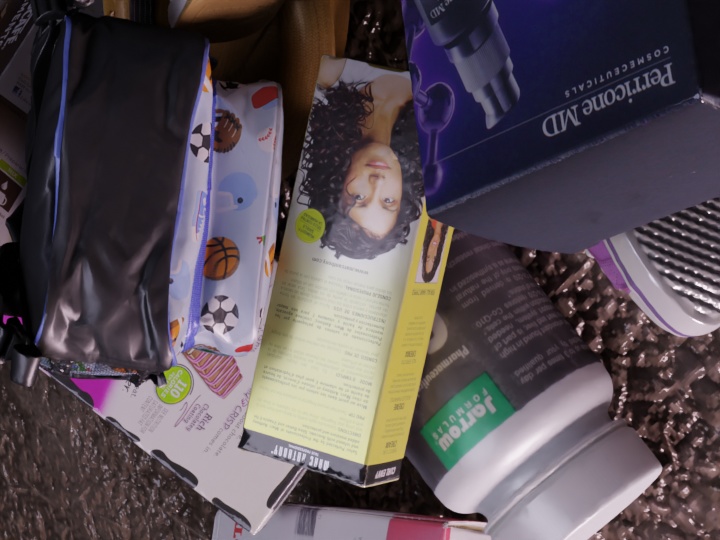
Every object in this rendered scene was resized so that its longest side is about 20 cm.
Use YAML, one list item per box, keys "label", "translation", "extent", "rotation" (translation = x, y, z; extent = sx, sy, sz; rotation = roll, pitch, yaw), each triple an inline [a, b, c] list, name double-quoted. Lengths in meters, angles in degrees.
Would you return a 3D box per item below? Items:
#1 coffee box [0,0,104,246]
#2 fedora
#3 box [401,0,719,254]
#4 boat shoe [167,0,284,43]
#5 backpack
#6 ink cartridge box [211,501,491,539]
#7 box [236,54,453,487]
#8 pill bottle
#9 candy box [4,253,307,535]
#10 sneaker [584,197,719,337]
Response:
- label: "coffee box"
  translation: [-0.222, -0.085, 1.077]
  extent: [0.080, 0.201, 0.113]
  rotation: [42, 148, -28]
- label: "fedora"
  translation: [-0.064, -0.141, 0.983]
  extent: [0.200, 0.082, 0.202]
  rotation: [24, 125, 39]
- label: "box"
  translation: [0.102, -0.126, 0.742]
  extent: [0.148, 0.104, 0.201]
  rotation: [-24, 65, 41]
- label: "boat shoe"
  translation: [-0.052, -0.175, 0.825]
  extent: [0.200, 0.070, 0.070]
  rotation: [-33, 68, 59]
- label: "backpack"
  translation: [-0.118, -0.030, 0.895]
  extent: [0.190, 0.153, 0.201]
  rotation: [166, 115, -72]
- label: "ink cartridge box"
  translation: [-0.002, 0.217, 1.040]
  extent: [0.199, 0.082, 0.148]
  rotation: [-2, 78, 47]
- label: "box"
  translation: [0.000, 0.000, 0.858]
  extent: [0.075, 0.050, 0.201]
  rotation: [13, 95, 23]
- label: "pill bottle"
  translation: [0.061, 0.055, 0.919]
  extent: [0.200, 0.113, 0.113]
  rotation: [52, 136, 16]
- label: "candy box"
  translation: [-0.097, 0.039, 1.020]
  extent: [0.200, 0.061, 0.137]
  rotation: [38, 92, 4]
- label: "sneaker"
  translation: [0.108, -0.038, 0.869]
  extent: [0.201, 0.072, 0.114]
  rotation: [62, 142, 20]
